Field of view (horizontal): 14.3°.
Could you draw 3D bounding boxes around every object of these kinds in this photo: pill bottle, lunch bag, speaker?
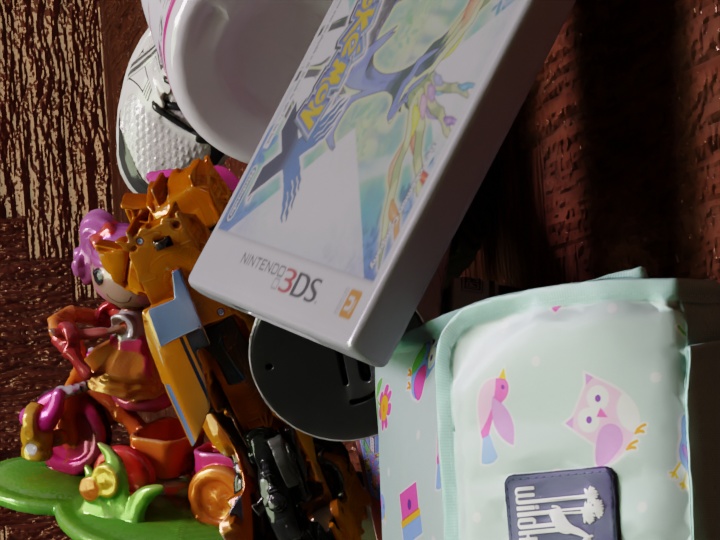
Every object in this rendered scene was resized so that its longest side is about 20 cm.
[{"bbox_3d":[-0.047,-0.131,1.377,0.200,0.113,0.114,-114,23,-68],"label":"pill bottle"},{"bbox_3d":[0.081,0.092,1.044,0.200,0.121,0.171,159,110,-71],"label":"lunch bag"},{"bbox_3d":[0.000,0.000,1.286,0.200,0.081,0.082,-79,-10,-67],"label":"speaker"}]

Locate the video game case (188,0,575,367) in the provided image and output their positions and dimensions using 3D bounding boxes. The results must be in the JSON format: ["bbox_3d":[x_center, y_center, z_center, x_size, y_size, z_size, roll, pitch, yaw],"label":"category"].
[{"bbox_3d":[0.012,-0.067,1.153,0.201,0.022,0.182,-62,24,-4],"label":"video game case"}]

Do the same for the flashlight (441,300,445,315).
[{"bbox_3d":[0.053,0.113,1.348,0.068,0.067,0.201,-34,59,54],"label":"flashlight"}]

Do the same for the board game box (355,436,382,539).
[{"bbox_3d":[0.036,0.147,1.395,0.103,0.019,0.201,25,-128,-68],"label":"board game box"}]

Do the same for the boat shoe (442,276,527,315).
[{"bbox_3d":[0.052,0.105,1.275,0.071,0.063,0.201,-85,6,-76],"label":"boat shoe"}]

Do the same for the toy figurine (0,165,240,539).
[{"bbox_3d":[-0.098,0.036,1.447,0.150,0.199,0.185,-24,-59,-62],"label":"toy figurine"}]

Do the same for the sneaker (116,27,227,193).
[{"bbox_3d":[-0.081,-0.124,1.549,0.201,0.075,0.088,-63,1,13],"label":"sneaker"}]

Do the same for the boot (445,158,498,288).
[{"bbox_3d":[0.023,-0.104,1.464,0.200,0.066,0.176,-112,28,-63],"label":"boot"}]

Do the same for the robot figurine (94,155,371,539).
[{"bbox_3d":[-0.052,0.055,1.306,0.145,0.058,0.201,-71,-41,-72],"label":"robot figurine"}]

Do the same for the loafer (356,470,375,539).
[{"bbox_3d":[0.023,0.126,1.501,0.075,0.069,0.201,172,94,-80],"label":"loafer"}]
